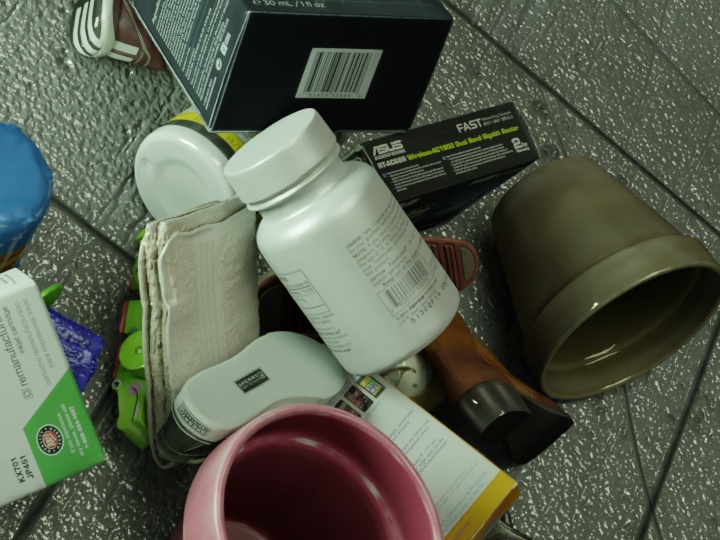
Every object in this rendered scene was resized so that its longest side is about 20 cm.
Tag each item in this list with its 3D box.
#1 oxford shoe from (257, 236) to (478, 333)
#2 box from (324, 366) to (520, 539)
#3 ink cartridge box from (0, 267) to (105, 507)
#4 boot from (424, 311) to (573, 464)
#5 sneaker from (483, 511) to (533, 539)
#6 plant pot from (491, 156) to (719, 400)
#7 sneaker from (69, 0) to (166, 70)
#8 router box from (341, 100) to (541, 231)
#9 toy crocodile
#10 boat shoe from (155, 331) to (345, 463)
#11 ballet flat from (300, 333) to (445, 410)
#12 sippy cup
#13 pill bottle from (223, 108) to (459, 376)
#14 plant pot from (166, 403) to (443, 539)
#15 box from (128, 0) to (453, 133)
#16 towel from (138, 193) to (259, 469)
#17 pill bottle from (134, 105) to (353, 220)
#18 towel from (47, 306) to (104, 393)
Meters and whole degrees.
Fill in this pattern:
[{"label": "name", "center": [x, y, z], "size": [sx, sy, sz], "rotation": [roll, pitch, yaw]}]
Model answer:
[{"label": "oxford shoe", "center": [0.000, 0.000, 1.621], "size": [0.200, 0.075, 0.071], "rotation": [-9, 111, -6]}, {"label": "box", "center": [0.018, 0.164, 1.546], "size": [0.200, 0.041, 0.119], "rotation": [37, 79, 22]}, {"label": "ink cartridge box", "center": [-0.302, 0.104, 1.324], "size": [0.200, 0.083, 0.147], "rotation": [-24, 103, -15]}, {"label": "boot", "center": [0.095, 0.077, 1.703], "size": [0.188, 0.068, 0.200], "rotation": [15, 34, -56]}, {"label": "sneaker", "center": [0.084, 0.274, 1.560], "size": [0.076, 0.114, 0.200], "rotation": [25, 56, -20]}, {"label": "plant pot", "center": [0.214, -0.005, 1.766], "size": [0.200, 0.200, 0.174], "rotation": [-6, 52, -37]}, {"label": "sneaker", "center": [-0.190, -0.266, 1.687], "size": [0.115, 0.076, 0.200], "rotation": [20, 67, -31]}, {"label": "router box", "center": [0.042, -0.076, 1.689], "size": [0.200, 0.150, 0.062], "rotation": [-19, 79, -40]}, {"label": "toy crocodile", "center": [-0.170, 0.048, 1.536], "size": [0.068, 0.062, 0.200], "rotation": [49, 43, -54]}, {"label": "boat shoe", "center": [-0.089, 0.102, 1.490], "size": [0.071, 0.064, 0.200], "rotation": [50, 33, 16]}, {"label": "ballet flat", "center": [0.008, 0.088, 1.636], "size": [0.200, 0.063, 0.069], "rotation": [3, 63, -34]}, {"label": "sippy cup", "center": [-0.304, -0.049, 1.445], "size": [0.178, 0.130, 0.140], "rotation": [24, 54, -23]}, {"label": "pill bottle", "center": [-0.018, -0.024, 1.510], "size": [0.200, 0.114, 0.114], "rotation": [55, 47, -18]}, {"label": "plant pot", "center": [-0.064, 0.224, 1.437], "size": [0.200, 0.179, 0.200], "rotation": [16, 58, -27]}, {"label": "box", "center": [-0.063, -0.220, 1.582], "size": [0.200, 0.124, 0.197], "rotation": [-3, 41, -32]}, {"label": "towel", "center": [-0.124, 0.045, 1.506], "size": [0.132, 0.034, 0.200], "rotation": [-25, 118, -55]}, {"label": "pill bottle", "center": [-0.092, -0.113, 1.637], "size": [0.114, 0.114, 0.200], "rotation": [51, 49, -2]}, {"label": "towel", "center": [-0.307, 0.069, 1.390], "size": [0.200, 0.050, 0.148], "rotation": [31, 89, -17]}]
